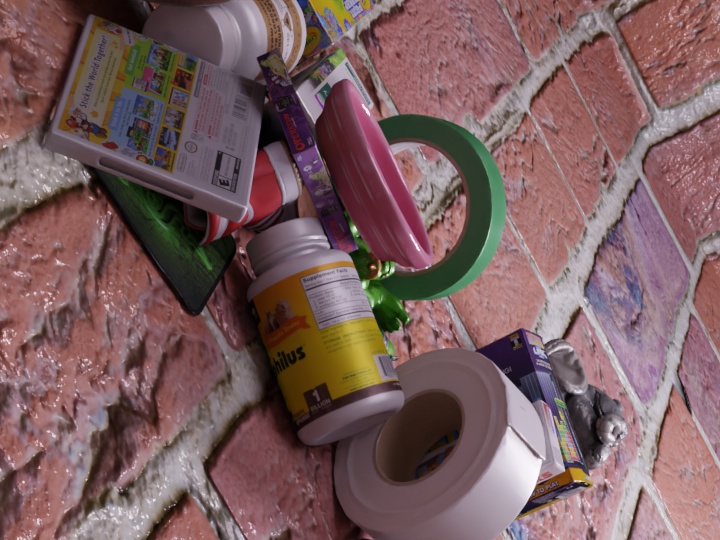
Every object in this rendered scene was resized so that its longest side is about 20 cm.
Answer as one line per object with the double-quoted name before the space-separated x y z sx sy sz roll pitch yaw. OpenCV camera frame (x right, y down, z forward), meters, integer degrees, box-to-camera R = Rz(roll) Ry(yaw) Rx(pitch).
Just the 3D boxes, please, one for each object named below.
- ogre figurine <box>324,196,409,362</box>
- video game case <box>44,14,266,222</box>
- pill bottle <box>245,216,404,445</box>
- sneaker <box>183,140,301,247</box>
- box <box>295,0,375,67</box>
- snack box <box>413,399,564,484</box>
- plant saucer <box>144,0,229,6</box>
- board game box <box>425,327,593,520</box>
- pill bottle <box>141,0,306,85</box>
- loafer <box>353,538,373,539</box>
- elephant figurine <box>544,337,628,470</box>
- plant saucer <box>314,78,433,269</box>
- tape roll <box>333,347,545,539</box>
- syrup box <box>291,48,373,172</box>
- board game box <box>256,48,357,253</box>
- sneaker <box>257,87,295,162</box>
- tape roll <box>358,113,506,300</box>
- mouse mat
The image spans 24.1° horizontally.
"ogre figurine" 0.000 0.000 1.772 0.120 0.097 0.202 1 107 -59
"video game case" -0.177 -0.139 1.507 0.181 0.023 0.201 21 37 -13
"pill bottle" -0.040 0.056 1.601 0.109 0.109 0.202 7 59 -64
"sneaker" -0.118 -0.060 1.618 0.200 0.112 0.072 101 -34 -73
"box" -0.098 -0.329 1.880 0.194 0.121 0.200 59 22 -10
"snack box" 0.103 0.199 1.640 0.024 0.199 0.072 36 35 -45
"plant saucer" -0.191 -0.298 1.621 0.198 0.035 0.201 11 29 -6
"board game box" 0.115 0.176 1.696 0.057 0.199 0.167 19 47 -58
"pill bottle" -0.139 -0.234 1.695 0.115 0.114 0.200 62 22 -2
"loafer" 0.032 0.332 1.508 0.068 0.070 0.202 30 39 -54
"elephant figurine" 0.232 0.155 2.100 0.200 0.142 0.155 45 -5 -4
"plant saucer" 0.009 -0.089 1.664 0.202 0.050 0.201 63 8 -15
"tape roll" 0.074 0.175 1.602 0.071 0.201 0.204 45 28 -36
"syrup box" -0.056 -0.171 1.856 0.079 0.081 0.200 58 21 -11
"board game box" -0.050 -0.110 1.631 0.200 0.032 0.121 68 -3 -60
"sneaker" -0.118 -0.146 1.666 0.200 0.076 0.083 15 80 -76
"tape roll" 0.059 -0.068 1.839 0.048 0.199 0.202 0 65 -66
"mouse mat" -0.184 -0.069 1.553 0.201 0.007 0.161 56 23 -16
